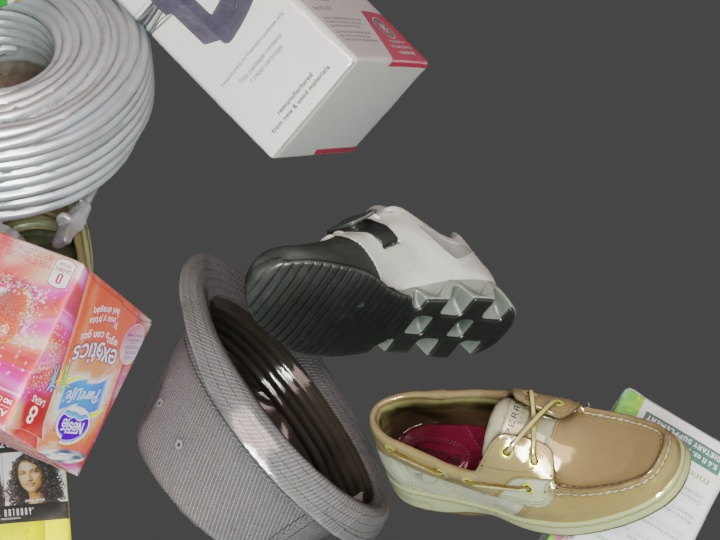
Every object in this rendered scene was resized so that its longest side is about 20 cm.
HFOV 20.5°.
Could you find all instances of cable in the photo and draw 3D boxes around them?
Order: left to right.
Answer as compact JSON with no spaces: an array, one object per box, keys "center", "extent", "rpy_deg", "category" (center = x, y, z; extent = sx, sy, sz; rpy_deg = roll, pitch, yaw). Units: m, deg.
[{"center":[-0.224,-0.115,1.209],"extent":[0.199,0.070,0.201],"rpy_deg":[18,49,15],"category":"cable"}]

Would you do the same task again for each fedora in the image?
[{"center":[-0.068,0.096,1.153],"extent":[0.090,0.177,0.201],"rpy_deg":[-39,50,11],"category":"fedora"}]

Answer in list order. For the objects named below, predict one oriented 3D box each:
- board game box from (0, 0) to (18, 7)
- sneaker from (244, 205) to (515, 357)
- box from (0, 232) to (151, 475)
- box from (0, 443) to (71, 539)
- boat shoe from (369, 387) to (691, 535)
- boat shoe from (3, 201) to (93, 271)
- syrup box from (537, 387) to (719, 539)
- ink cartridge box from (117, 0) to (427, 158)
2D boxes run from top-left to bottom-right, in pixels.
[{"center":[-0.277,-0.202,1.220],"extent":[0.152,0.041,0.200],"rpy_deg":[-23,34,-18],"category":"board game box"},{"center":[0.000,0.000,1.209],"extent":[0.199,0.074,0.089],"rpy_deg":[10,45,-44],"category":"sneaker"},{"center":[-0.234,0.027,1.120],"extent":[0.199,0.095,0.103],"rpy_deg":[20,78,25],"category":"box"},{"center":[-0.196,0.195,1.125],"extent":[0.075,0.050,0.202],"rpy_deg":[-3,68,-11],"category":"box"},{"center":[0.090,0.104,1.147],"extent":[0.199,0.067,0.074],"rpy_deg":[-4,47,33],"category":"boat shoe"},{"center":[-0.194,-0.001,1.200],"extent":[0.073,0.063,0.202],"rpy_deg":[-7,67,-13],"category":"boat shoe"},{"center":[0.139,0.180,1.175],"extent":[0.078,0.082,0.201],"rpy_deg":[29,64,5],"category":"syrup box"},{"center":[-0.071,-0.169,1.243],"extent":[0.200,0.145,0.084],"rpy_deg":[46,107,11],"category":"ink cartridge box"}]
